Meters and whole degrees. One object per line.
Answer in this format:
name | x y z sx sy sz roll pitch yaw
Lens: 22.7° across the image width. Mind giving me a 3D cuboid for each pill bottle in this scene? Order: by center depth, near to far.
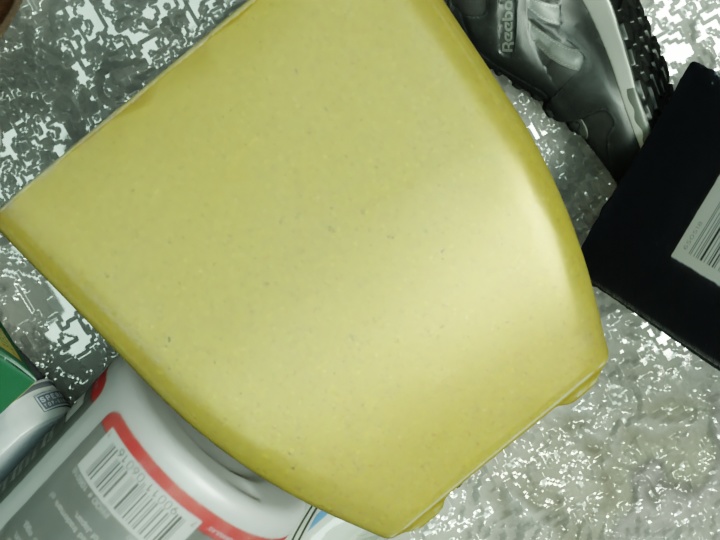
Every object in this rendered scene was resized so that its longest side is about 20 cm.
pill bottle | -0.130 0.142 0.837 0.114 0.114 0.200 41 104 -10

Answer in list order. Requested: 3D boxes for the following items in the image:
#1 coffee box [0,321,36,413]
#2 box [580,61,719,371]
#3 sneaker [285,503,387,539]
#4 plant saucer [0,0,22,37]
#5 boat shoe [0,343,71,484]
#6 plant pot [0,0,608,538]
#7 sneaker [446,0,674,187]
coffee box | -0.252 0.071 0.821 0.200 0.123 0.044 -43 142 1
box | 0.236 0.023 0.788 0.200 0.197 0.118 27 97 -31
sneaker | -0.003 0.105 0.876 0.072 0.072 0.200 42 85 20
plant saucer | -0.234 -0.170 0.781 0.200 0.037 0.201 11 74 -41
boat shoe | -0.229 0.111 0.852 0.200 0.072 0.068 -44 76 5
plant pot | 0.000 0.000 0.767 0.194 0.196 0.200 -39 84 2
sneaker | 0.087 -0.115 0.857 0.087 0.076 0.201 -19 105 23
